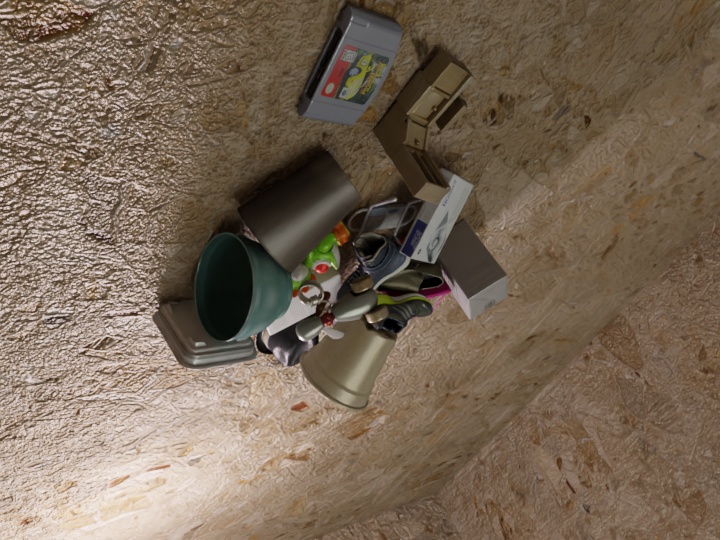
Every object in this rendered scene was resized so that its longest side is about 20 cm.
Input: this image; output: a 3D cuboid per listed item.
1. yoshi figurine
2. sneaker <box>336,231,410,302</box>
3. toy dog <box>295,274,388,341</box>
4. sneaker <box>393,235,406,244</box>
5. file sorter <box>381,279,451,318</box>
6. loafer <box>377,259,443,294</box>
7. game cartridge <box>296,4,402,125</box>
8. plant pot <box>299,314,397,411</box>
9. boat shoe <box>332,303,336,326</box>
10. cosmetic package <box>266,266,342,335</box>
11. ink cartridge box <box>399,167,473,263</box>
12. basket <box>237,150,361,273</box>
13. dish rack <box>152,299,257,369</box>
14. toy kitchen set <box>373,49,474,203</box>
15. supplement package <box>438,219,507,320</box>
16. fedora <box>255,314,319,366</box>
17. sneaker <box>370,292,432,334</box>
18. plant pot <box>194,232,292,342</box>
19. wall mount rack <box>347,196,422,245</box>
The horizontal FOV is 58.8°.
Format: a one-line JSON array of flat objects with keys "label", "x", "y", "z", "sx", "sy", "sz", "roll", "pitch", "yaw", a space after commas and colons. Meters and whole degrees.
[{"label": "yoshi figurine", "x": -0.120, "y": -0.038, "z": 1.348, "sx": 0.200, "sy": 0.112, "sz": 0.113, "roll": -44, "pitch": 126, "yaw": -5}, {"label": "sneaker", "x": 0.000, "y": -0.002, "z": 1.386, "sx": 0.201, "sy": 0.078, "sz": 0.146, "roll": -40, "pitch": 152, "yaw": 13}, {"label": "toy dog", "x": -0.041, "y": 0.079, "z": 1.340, "sx": 0.194, "sy": 0.136, "sz": 0.096, "roll": -3, "pitch": -176, "yaw": -7}, {"label": "sneaker", "x": 0.120, "y": -0.056, "z": 1.534, "sx": 0.198, "sy": 0.078, "sz": 0.085, "roll": -34, "pitch": -177, "yaw": -18}, {"label": "file sorter", "x": 0.100, "y": 0.049, "z": 1.621, "sx": 0.196, "sy": 0.141, "sz": 0.126, "roll": -8, "pitch": 145, "yaw": -35}, {"label": "loafer", "x": 0.116, "y": 0.016, "z": 1.496, "sx": 0.195, "sy": 0.070, "sz": 0.076, "roll": -11, "pitch": 139, "yaw": -25}, {"label": "game cartridge", "x": -0.014, "y": -0.338, "z": 1.081, "sx": 0.131, "sy": 0.041, "sz": 0.202, "roll": -6, "pitch": 139, "yaw": -44}, {"label": "plant pot", "x": -0.015, "y": 0.189, "z": 1.495, "sx": 0.198, "sy": 0.201, "sz": 0.185, "roll": 16, "pitch": 114, "yaw": -52}, {"label": "boat shoe", "x": -0.029, "y": 0.173, "z": 1.661, "sx": 0.071, "sy": 0.063, "sz": 0.203, "roll": -11, "pitch": 120, "yaw": 21}, {"label": "cosmetic package", "x": -0.142, "y": 0.054, "z": 1.465, "sx": 0.196, "sy": 0.072, "sz": 0.102, "roll": -26, "pitch": 148, "yaw": -12}, {"label": "ink cartridge box", "x": 0.180, "y": -0.114, "z": 1.417, "sx": 0.199, "sy": 0.040, "sz": 0.203, "roll": 3, "pitch": 115, "yaw": -64}, {"label": "basket", "x": -0.105, "y": -0.117, "z": 1.211, "sx": 0.199, "sy": 0.137, "sz": 0.181, "roll": -38, "pitch": 142, "yaw": 1}, {"label": "dish rack", "x": -0.311, "y": 0.116, "z": 1.285, "sx": 0.169, "sy": 0.199, "sz": 0.044, "roll": -4, "pitch": 122, "yaw": -39}, {"label": "toy kitchen set", "x": 0.169, "y": -0.261, "z": 1.214, "sx": 0.161, "sy": 0.183, "sz": 0.200, "roll": 7, "pitch": 135, "yaw": -49}, {"label": "supplement package", "x": 0.276, "y": -0.003, "z": 1.650, "sx": 0.119, "sy": 0.202, "sz": 0.120, "roll": -29, "pitch": 149, "yaw": -4}, {"label": "fedora", "x": -0.164, "y": 0.169, "z": 1.580, "sx": 0.197, "sy": 0.092, "sz": 0.203, "roll": -24, "pitch": 147, "yaw": -16}, {"label": "sneaker", "x": 0.090, "y": 0.104, "z": 1.465, "sx": 0.196, "sy": 0.082, "sz": 0.074, "roll": -1, "pitch": 145, "yaw": -34}, {"label": "plant pot", "x": -0.216, "y": 0.035, "z": 1.244, "sx": 0.132, "sy": 0.202, "sz": 0.201, "roll": 5, "pitch": 133, "yaw": -46}, {"label": "wall mount rack", "x": 0.075, "y": -0.119, "z": 1.425, "sx": 0.196, "sy": 0.075, "sz": 0.176, "roll": -10, "pitch": 141, "yaw": -35}]
